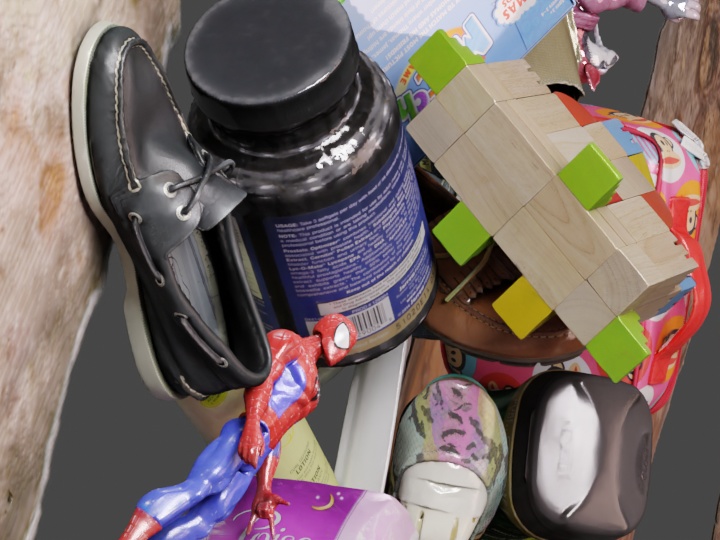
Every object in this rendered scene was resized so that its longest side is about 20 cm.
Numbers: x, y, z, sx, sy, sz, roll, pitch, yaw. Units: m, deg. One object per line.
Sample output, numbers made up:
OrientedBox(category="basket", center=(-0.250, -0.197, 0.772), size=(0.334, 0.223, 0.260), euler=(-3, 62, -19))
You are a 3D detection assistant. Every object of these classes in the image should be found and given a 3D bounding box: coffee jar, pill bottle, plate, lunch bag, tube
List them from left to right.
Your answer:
OrientedBox(category="tube", center=(-0.061, 0.077, 1.261), size=(0.200, 0.052, 0.058), euler=(65, 6, -50))
OrientedBox(category="pill bottle", center=(-0.028, -0.049, 1.222), size=(0.200, 0.111, 0.112), euler=(75, 27, -49))
OrientedBox(category="plate", center=(-0.001, 0.133, 1.417), size=(0.200, 0.032, 0.201), euler=(89, 12, -78))
OrientedBox(category="coffee jar", center=(0.098, 0.118, 1.438), size=(0.200, 0.085, 0.105), euler=(-15, -113, 63))
OrientedBox(category="lunch bag", center=(0.146, -0.004, 1.513), size=(0.082, 0.176, 0.201), euler=(-5, 106, -55))

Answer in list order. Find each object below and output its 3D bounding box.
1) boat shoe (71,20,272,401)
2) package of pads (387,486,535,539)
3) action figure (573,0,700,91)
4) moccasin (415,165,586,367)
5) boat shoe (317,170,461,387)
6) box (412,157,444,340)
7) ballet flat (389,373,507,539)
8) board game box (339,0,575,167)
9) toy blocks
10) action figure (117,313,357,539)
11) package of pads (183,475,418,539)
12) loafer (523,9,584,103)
OrientedBox(category="boat shoe", center=(-0.083, -0.025, 1.114), size=(0.075, 0.066, 0.200), euler=(-46, 133, -53))
OrientedBox(category="package of pads", center=(0.076, 0.218, 1.551), size=(0.068, 0.154, 0.200), euler=(78, 24, -43))
OrientedBox(category="action figure", center=(0.128, -0.205, 1.523), size=(0.149, 0.134, 0.201), euler=(35, 39, -54))
OrientedBox(category="moccasin", center=(0.057, -0.012, 1.333), size=(0.073, 0.201, 0.078), euler=(-11, 126, -32))
OrientedBox(category="boat shoe", center=(0.000, 0.000, 1.439), size=(0.073, 0.062, 0.200), euler=(-44, -174, 46))
OrientedBox(category="box", center=(0.067, -0.075, 1.612), size=(0.158, 0.051, 0.201), euler=(-54, 145, -57))
OrientedBox(category="ballet flat", center=(0.041, 0.151, 1.373), size=(0.071, 0.069, 0.200), euler=(-70, 176, -47))
OrientedBox(category="board game box", center=(0.024, -0.175, 1.279), size=(0.151, 0.037, 0.200), euler=(-45, 126, -20))
OrientedBox(category="toy blocks", center=(0.115, -0.042, 1.275), size=(0.100, 0.200, 0.137), euler=(-45, 167, 26))
OrientedBox(category="action figure", center=(-0.061, 0.095, 1.170), size=(0.200, 0.052, 0.066), euler=(-55, 154, -30))
OrientedBox(category="package of pads", center=(-0.053, 0.196, 1.195), size=(0.200, 0.120, 0.076), euler=(-66, 155, -44))
OrientedBox(category="loafer", center=(0.104, -0.126, 1.444), size=(0.067, 0.076, 0.201), euler=(13, -70, 64))
